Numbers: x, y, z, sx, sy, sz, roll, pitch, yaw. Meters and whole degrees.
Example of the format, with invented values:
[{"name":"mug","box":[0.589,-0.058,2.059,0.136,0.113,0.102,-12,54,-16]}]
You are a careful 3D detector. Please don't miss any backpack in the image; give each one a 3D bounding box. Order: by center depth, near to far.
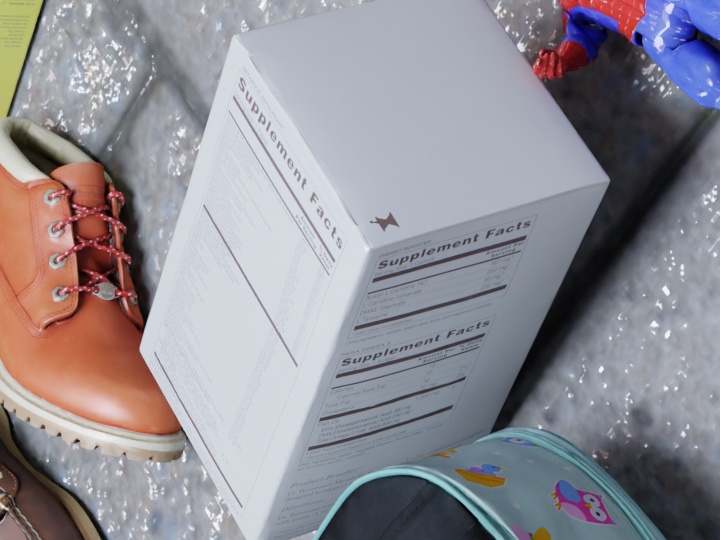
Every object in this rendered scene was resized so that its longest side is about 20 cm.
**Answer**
[{"name":"backpack","box":[0.050,0.162,1.036,0.176,0.153,0.200,51,135,30]}]

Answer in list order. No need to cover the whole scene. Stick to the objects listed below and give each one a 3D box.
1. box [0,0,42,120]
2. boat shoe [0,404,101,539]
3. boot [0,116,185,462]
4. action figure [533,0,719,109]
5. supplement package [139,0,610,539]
[{"name":"box","box":[-0.217,-0.094,1.383,0.075,0.050,0.200,42,120,38]},{"name":"boat shoe","box":[-0.193,0.119,1.355,0.200,0.070,0.071,47,122,33]},{"name":"boot","box":[-0.137,0.008,1.291,0.200,0.075,0.107,43,116,38]},{"name":"action figure","box":[0.106,-0.092,1.012,0.200,0.099,0.065,37,116,42]},{"name":"supplement package","box":[0.000,0.000,1.073,0.114,0.109,0.200,58,148,27]}]
